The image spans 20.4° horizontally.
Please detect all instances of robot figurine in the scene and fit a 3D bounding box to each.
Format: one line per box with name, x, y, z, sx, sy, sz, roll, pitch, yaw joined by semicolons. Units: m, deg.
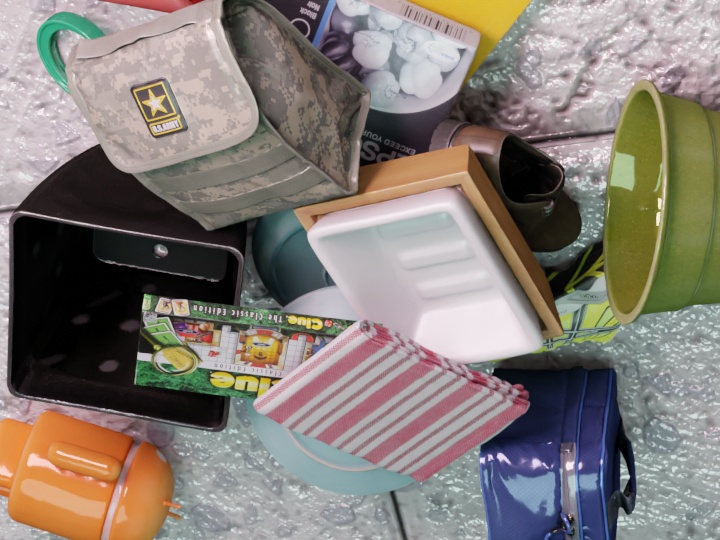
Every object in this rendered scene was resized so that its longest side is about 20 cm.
robot figurine;-0.271;0.209;1.976;0.199;0.117;0.145;18;120;0

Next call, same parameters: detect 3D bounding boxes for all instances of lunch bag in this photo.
lunch bag;0.183;0.178;1.807;0.131;0.200;0.137;-3;119;10
lunch bag;-0.114;-0.128;1.558;0.163;0.118;0.200;-13;146;35

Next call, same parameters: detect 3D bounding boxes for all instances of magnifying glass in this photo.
magnifying glass;-0.201;-0.148;1.733;0.200;0.022;0.080;42;141;5

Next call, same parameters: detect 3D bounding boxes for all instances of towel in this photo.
towel;0.027;0.110;1.683;0.199;0.030;0.146;26;133;-32

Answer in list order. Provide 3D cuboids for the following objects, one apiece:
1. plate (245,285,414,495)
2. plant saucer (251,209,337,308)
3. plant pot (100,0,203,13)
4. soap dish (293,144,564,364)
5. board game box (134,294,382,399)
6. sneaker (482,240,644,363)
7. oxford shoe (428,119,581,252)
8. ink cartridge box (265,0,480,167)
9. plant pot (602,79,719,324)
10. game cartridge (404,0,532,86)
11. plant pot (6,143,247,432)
plate;-0.005;0.111;1.763;0.198;0.026;0.202;2;110;5
plant saucer;0.000;0.000;1.748;0.198;0.028;0.201;7;138;6
plant pot;-0.197;-0.298;1.571;0.176;0.201;0.202;2;125;21
soap dish;0.060;-0.010;1.638;0.156;0.082;0.200;-11;133;27
board game box;-0.087;0.071;1.673;0.198;0.024;0.105;7;142;-5
sneaker;0.187;0.042;1.789;0.199;0.076;0.077;-28;115;28
oxford shoe;0.141;-0.062;1.683;0.084;0.073;0.200;7;166;37
ink cartridge box;-0.027;-0.147;1.672;0.197;0.043;0.201;22;121;-2
plant pot;0.314;-0.048;1.649;0.188;0.201;0.201;5;126;-7
game cartridge;0.028;-0.239;1.656;0.199;0.033;0.176;32;124;-14
plant pot;-0.194;-0.002;1.771;0.198;0.178;0.201;9;125;1
